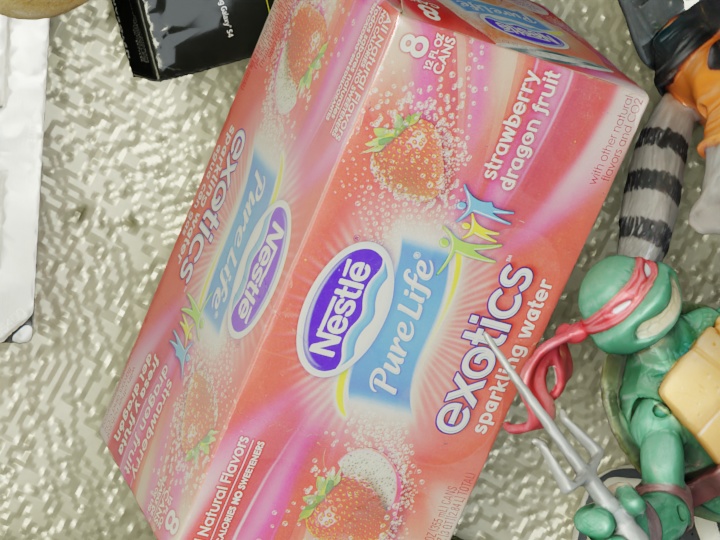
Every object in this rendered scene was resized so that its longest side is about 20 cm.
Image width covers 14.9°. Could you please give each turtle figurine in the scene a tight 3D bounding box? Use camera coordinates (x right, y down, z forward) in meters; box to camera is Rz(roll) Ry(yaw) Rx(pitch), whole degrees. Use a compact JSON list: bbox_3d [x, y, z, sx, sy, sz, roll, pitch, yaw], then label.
[{"bbox_3d":[0.133,0.050,0.897,0.200,0.101,0.150,43,85,-13],"label":"turtle figurine"}]

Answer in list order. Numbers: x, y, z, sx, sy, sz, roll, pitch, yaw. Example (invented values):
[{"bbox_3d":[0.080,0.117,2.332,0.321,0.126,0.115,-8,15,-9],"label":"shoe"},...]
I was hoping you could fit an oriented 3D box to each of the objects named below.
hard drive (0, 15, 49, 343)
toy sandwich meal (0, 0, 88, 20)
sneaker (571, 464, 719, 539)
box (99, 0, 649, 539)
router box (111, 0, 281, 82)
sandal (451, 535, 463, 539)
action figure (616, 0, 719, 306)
[{"bbox_3d":[-0.204,-0.048,0.906,0.199,0.038,0.140,3,100,-12],"label":"hard drive"},{"bbox_3d":[-0.117,-0.168,0.826,0.070,0.205,0.206,5,99,26],"label":"toy sandwich meal"},{"bbox_3d":[0.188,0.114,1.008,0.199,0.130,0.080,10,97,-16],"label":"sneaker"},{"bbox_3d":[0.000,0.000,0.931,0.102,0.095,0.200,16,107,-27],"label":"box"},{"bbox_3d":[-0.031,-0.180,0.949,0.149,0.051,0.201,-17,102,-14],"label":"router box"},{"bbox_3d":[0.074,0.169,1.016,0.201,0.057,0.080,30,104,-14],"label":"sandal"},{"bbox_3d":[0.113,-0.091,0.949,0.104,0.200,0.194,-16,67,22],"label":"action figure"}]
